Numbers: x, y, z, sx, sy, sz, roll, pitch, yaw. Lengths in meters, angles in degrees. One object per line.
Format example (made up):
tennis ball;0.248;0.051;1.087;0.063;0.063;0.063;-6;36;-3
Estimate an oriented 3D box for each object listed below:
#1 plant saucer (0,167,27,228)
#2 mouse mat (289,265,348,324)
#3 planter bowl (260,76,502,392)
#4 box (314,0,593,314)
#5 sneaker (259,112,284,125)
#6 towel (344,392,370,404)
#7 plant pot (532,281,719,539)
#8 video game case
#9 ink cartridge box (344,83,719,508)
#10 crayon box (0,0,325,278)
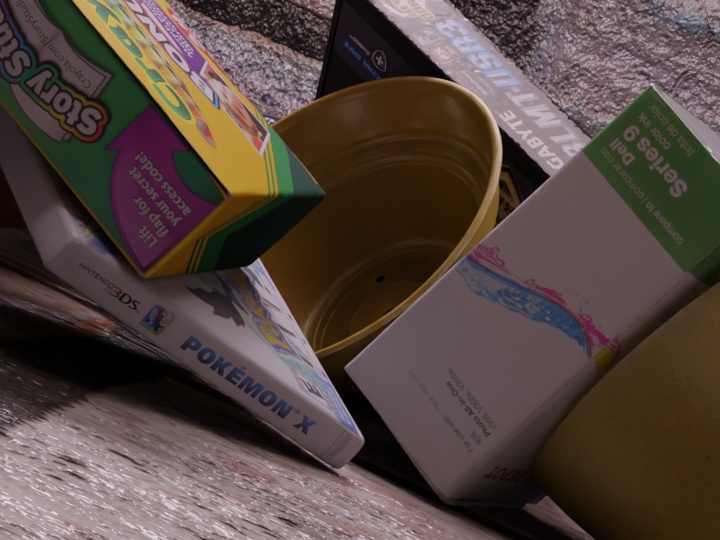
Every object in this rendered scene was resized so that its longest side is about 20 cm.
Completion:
plant saucer;-0.199;-0.078;1.251;0.199;0.038;0.201;8;-29;5
mouse mat;0.004;0.034;1.394;0.161;0.008;0.200;45;2;19
planter bowl;0.000;0.000;1.239;0.200;0.200;0.084;29;-20;51
box;0.048;-0.033;1.326;0.050;0.199;0.200;-23;56;-33
sneaker;-0.088;-0.066;1.547;0.199;0.077;0.114;-2;3;-44
towel;-0.074;0.026;1.397;0.199;0.023;0.144;26;1;-14
plant pot;0.201;0.094;1.142;0.142;0.200;0.200;53;13;18
video game case;-0.093;-0.013;1.088;0.182;0.022;0.200;38;12;-36
ink cartridge box;0.108;0.019;1.155;0.088;0.200;0.145;49;12;19
crayon box;-0.114;-0.092;1.058;0.200;0.058;0.173;50;9;6
